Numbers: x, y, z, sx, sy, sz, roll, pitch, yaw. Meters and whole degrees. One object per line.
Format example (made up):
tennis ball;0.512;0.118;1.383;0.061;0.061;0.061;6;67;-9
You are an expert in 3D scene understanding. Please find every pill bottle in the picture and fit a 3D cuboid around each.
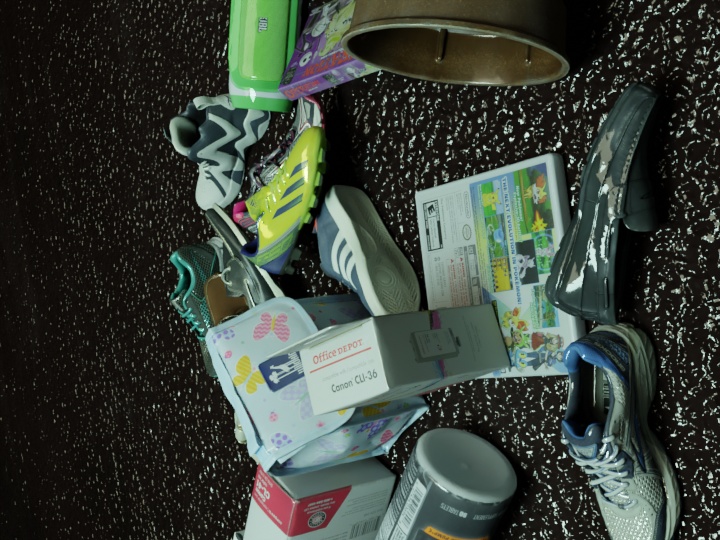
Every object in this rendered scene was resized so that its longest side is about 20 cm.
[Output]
pill bottle;0.074;0.267;0.852;0.106;0.106;0.200;42;124;39

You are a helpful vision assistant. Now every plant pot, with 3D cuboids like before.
plant pot;0.093;-0.280;0.732;0.200;0.200;0.199;9;93;49

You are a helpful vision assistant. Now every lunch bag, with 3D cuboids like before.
lunch bag;-0.052;0.121;0.917;0.127;0.200;0.170;-54;53;37

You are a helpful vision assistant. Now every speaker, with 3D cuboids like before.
speaker;-0.117;-0.301;1.050;0.088;0.088;0.201;17;106;48

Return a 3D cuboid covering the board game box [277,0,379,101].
board game box;-0.006;-0.259;0.925;0.200;0.032;0.120;-5;63;50

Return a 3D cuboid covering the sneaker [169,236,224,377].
sneaker;-0.229;0.054;1.205;0.077;0.091;0.201;-11;85;50

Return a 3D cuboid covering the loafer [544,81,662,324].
loafer;0.215;-0.052;0.698;0.070;0.068;0.201;23;109;27

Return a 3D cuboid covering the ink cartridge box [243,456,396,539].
ink cartridge box;-0.057;0.312;0.977;0.086;0.147;0.201;34;117;43

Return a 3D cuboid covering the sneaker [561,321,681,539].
sneaker;0.203;0.146;0.705;0.077;0.085;0.201;-16;81;49

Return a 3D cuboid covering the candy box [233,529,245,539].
candy box;-0.103;0.459;1.102;0.200;0.071;0.168;36;120;42

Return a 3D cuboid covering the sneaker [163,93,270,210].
sneaker;-0.216;-0.160;1.144;0.199;0.129;0.080;-50;56;40

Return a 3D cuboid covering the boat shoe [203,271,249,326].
boat shoe;-0.154;0.079;1.119;0.072;0.068;0.200;-35;69;3

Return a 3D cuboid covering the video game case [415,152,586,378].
video game case;0.132;0.004;0.828;0.182;0.022;0.201;-11;83;50

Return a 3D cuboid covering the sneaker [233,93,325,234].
sneaker;-0.094;-0.123;1.024;0.081;0.074;0.200;-97;28;-58

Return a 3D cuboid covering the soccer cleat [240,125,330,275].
soccer cleat;-0.090;-0.080;0.971;0.065;0.083;0.200;-71;2;-54

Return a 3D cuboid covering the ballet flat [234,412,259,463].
ballet flat;-0.129;0.215;1.116;0.200;0.064;0.068;35;131;43

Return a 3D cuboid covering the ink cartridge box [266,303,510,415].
ink cartridge box;0.026;0.084;0.786;0.116;0.200;0.068;-29;70;47

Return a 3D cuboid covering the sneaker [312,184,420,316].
sneaker;0.000;0.000;0.948;0.085;0.075;0.200;-53;45;36

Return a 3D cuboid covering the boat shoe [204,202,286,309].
boat shoe;-0.149;0.005;1.076;0.200;0.068;0.072;59;179;5
